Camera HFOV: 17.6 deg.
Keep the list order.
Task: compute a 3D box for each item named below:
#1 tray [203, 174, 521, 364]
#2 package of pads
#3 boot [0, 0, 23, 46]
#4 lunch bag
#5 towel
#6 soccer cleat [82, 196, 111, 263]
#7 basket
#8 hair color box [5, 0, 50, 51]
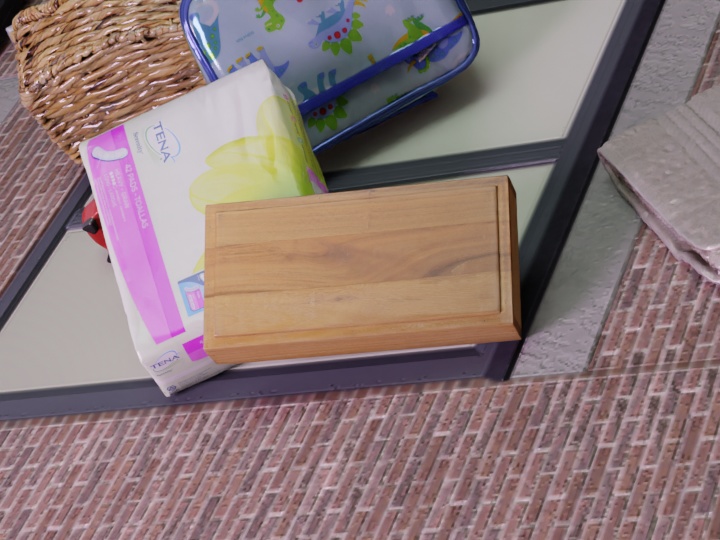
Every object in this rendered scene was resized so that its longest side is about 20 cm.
[{"bbox_3d":[0.000,0.000,1.470,0.198,0.037,0.099,-5,70,12],"label":"tray"},{"bbox_3d":[-0.094,-0.034,1.576,0.154,0.068,0.201,-24,56,5],"label":"package of pads"},{"bbox_3d":[-0.392,-0.261,2.208,0.164,0.066,0.201,-9,38,20],"label":"boot"},{"bbox_3d":[-0.021,-0.177,1.711,0.199,0.162,0.082,-27,9,-3],"label":"lunch bag"},{"bbox_3d":[0.242,-0.062,1.470,0.132,0.035,0.200,-26,30,-3],"label":"towel"},{"bbox_3d":[-0.116,-0.062,1.702,0.199,0.069,0.086,-13,37,29],"label":"soccer cleat"},{"bbox_3d":[-0.173,-0.200,1.836,0.199,0.143,0.150,-16,57,15],"label":"basket"},{"bbox_3d":[-0.197,-0.225,2.014,0.199,0.061,0.099,-35,32,-13],"label":"hair color box"}]
